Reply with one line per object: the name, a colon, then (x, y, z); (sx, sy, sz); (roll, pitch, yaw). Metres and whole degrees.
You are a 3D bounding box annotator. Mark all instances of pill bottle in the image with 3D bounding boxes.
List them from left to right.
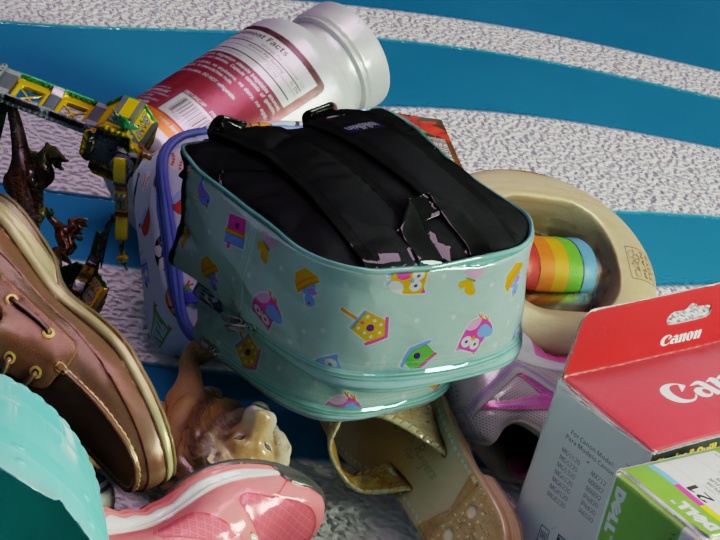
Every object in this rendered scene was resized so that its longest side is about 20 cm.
pill bottle: (-0.078, -0.105, 1.537); (0.200, 0.113, 0.113); (-36, 52, -28)

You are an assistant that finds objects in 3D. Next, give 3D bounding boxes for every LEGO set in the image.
LEGO set: (-0.212, -0.024, 1.313); (0.153, 0.200, 0.116); (28, 35, -4)

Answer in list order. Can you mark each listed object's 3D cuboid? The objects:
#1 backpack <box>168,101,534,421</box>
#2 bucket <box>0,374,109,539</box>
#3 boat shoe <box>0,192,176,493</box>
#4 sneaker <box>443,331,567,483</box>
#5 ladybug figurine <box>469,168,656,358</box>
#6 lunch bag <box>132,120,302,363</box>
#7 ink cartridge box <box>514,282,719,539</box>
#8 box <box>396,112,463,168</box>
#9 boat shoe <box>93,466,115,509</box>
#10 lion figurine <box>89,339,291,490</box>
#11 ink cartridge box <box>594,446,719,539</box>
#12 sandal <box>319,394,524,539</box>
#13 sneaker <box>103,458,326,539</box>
backpack: (0.000, 0.000, 1.262); (0.175, 0.154, 0.200); (-8, 23, -35)
bucket: (-0.204, 0.145, 0.989); (0.206, 0.208, 0.135); (9, 18, -11)
boat shoe: (-0.177, 0.048, 1.205); (0.067, 0.072, 0.200); (-28, 69, -33)
sneaker: (0.121, 0.098, 1.376); (0.199, 0.081, 0.089); (15, 60, -29)
ladybug figurine: (0.111, 0.004, 1.441); (0.199, 0.072, 0.136); (9, 59, -36)
lunch bag: (-0.046, -0.014, 1.428); (0.199, 0.076, 0.161); (-3, 77, -28)
ink cartridge box: (0.199, 0.103, 1.290); (0.200, 0.176, 0.084); (-11, 37, -39)
box: (-0.022, -0.084, 1.672); (0.199, 0.039, 0.137); (7, 29, -15)
boat shoe: (-0.224, 0.095, 1.159); (0.199, 0.093, 0.075); (-2, 5, -30)
lion figurine: (-0.139, 0.092, 1.273); (0.199, 0.073, 0.123); (0, 36, 1)
ink cartridge box: (0.138, 0.182, 1.140); (0.199, 0.148, 0.076); (-7, 32, -36)
sandal: (0.015, 0.101, 1.290); (0.070, 0.078, 0.212); (25, 18, -47)
sneaker: (-0.099, 0.164, 1.160); (0.200, 0.074, 0.087); (-11, 47, -30)
